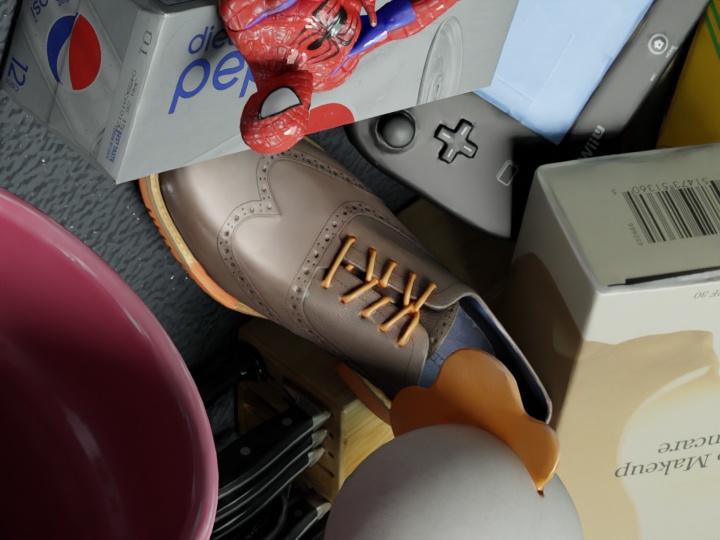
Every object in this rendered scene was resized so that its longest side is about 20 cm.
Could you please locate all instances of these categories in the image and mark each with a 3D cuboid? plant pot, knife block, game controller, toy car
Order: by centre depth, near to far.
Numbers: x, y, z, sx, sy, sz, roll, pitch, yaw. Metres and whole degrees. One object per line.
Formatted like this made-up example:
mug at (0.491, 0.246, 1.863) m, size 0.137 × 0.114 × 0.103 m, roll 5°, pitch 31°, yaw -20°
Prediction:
plant pot at (-0.169, 0.089, 0.900) m, size 0.200 × 0.200 × 0.179 m, roll -15°, pitch 149°, yaw -49°
toy car at (0.015, 0.124, 1.078) m, size 0.184 × 0.177 × 0.201 m, roll 11°, pitch 92°, yaw -44°
game controller at (0.080, -0.111, 1.137) m, size 0.200 × 0.104 × 0.042 m, roll -57°, pitch -171°, yaw 7°
knife block at (-0.007, 0.038, 1.196) m, size 0.200 × 0.064 × 0.175 m, roll -59°, pitch 152°, yaw 10°

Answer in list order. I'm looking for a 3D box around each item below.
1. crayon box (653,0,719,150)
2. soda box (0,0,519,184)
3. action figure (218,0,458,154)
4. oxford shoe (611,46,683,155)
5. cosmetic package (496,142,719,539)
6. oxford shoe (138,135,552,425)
crayon box at (0.158, -0.049, 1.265) m, size 0.126 × 0.051 × 0.200 m, roll 94°, pitch 15°, yaw -48°
soda box at (-0.027, -0.090, 1.024) m, size 0.200 × 0.063 × 0.068 m, roll -17°, pitch 136°, yaw -47°
action figure at (0.018, -0.126, 0.941) m, size 0.065 × 0.099 × 0.201 m, roll 37°, pitch 67°, yaw -42°
oxford shoe at (0.108, -0.066, 1.249) m, size 0.075 × 0.070 × 0.200 m, roll -38°, pitch 149°, yaw -33°
cosmetic package at (0.108, 0.046, 1.183) m, size 0.105 × 0.071 × 0.200 m, roll -9°, pitch 139°, yaw -17°
oxford shoe at (0.000, 0.000, 1.100) m, size 0.200 × 0.073 × 0.071 m, roll 38°, pitch 76°, yaw -36°
